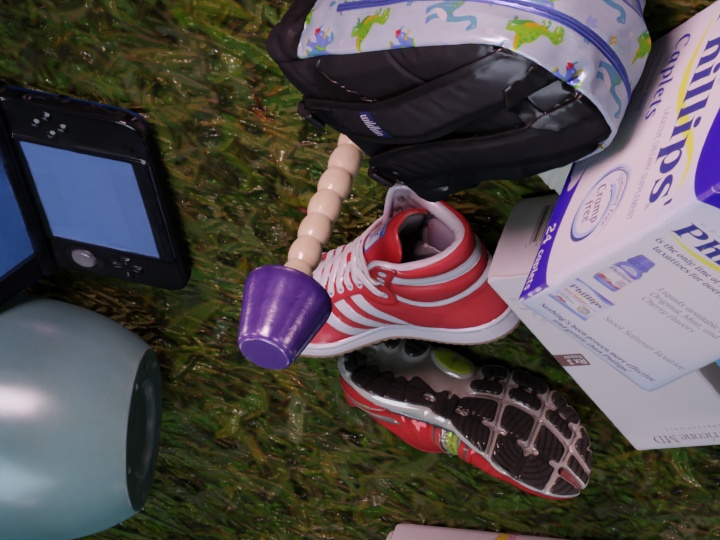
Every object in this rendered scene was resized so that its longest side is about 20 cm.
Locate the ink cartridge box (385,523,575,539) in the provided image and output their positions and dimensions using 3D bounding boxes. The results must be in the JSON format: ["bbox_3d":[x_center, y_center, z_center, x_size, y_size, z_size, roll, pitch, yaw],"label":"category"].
[{"bbox_3d":[0.104,0.284,2.183,0.199,0.148,0.086,2,143,31],"label":"ink cartridge box"}]

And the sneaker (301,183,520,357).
[{"bbox_3d":[0.000,0.000,1.870,0.199,0.071,0.113,-4,145,24],"label":"sneaker"}]

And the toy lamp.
[{"bbox_3d":[-0.026,-0.028,1.732,0.058,0.200,0.058,15,149,9],"label":"toy lamp"}]

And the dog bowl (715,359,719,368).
[{"bbox_3d":[0.272,-0.011,1.604,0.050,0.200,0.111,42,-174,-10],"label":"dog bowl"}]

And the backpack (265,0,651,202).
[{"bbox_3d":[0.072,-0.122,1.605,0.163,0.154,0.200,41,166,-25],"label":"backpack"}]

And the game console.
[{"bbox_3d":[-0.227,-0.023,1.945,0.170,0.119,0.200,12,148,16],"label":"game console"}]

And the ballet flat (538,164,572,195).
[{"bbox_3d":[0.163,-0.054,1.708,0.199,0.063,0.069,22,150,0],"label":"ballet flat"}]

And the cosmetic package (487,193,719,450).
[{"bbox_3d":[0.180,0.033,1.824,0.101,0.074,0.200,-8,137,40],"label":"cosmetic package"}]

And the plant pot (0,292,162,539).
[{"bbox_3d":[-0.237,0.112,2.097,0.160,0.201,0.201,3,146,8],"label":"plant pot"}]

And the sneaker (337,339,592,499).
[{"bbox_3d":[0.076,0.106,2.011,0.200,0.077,0.085,29,155,9],"label":"sneaker"}]

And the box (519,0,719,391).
[{"bbox_3d":[0.206,-0.056,1.564,0.105,0.184,0.200,35,146,-17],"label":"box"}]
